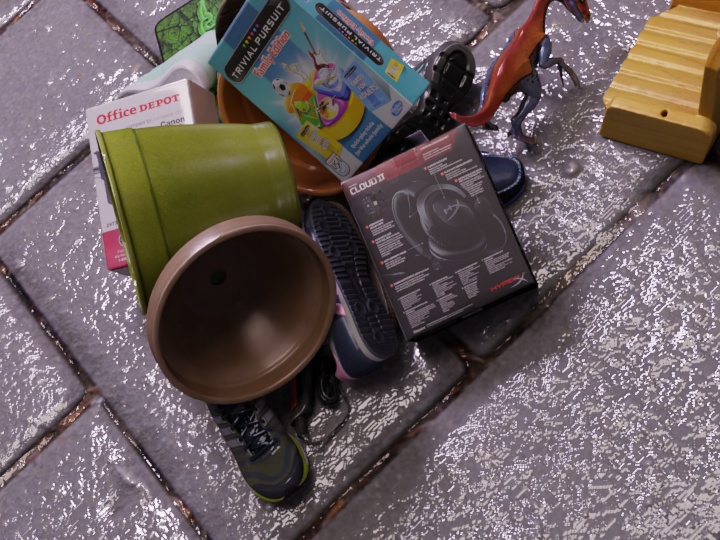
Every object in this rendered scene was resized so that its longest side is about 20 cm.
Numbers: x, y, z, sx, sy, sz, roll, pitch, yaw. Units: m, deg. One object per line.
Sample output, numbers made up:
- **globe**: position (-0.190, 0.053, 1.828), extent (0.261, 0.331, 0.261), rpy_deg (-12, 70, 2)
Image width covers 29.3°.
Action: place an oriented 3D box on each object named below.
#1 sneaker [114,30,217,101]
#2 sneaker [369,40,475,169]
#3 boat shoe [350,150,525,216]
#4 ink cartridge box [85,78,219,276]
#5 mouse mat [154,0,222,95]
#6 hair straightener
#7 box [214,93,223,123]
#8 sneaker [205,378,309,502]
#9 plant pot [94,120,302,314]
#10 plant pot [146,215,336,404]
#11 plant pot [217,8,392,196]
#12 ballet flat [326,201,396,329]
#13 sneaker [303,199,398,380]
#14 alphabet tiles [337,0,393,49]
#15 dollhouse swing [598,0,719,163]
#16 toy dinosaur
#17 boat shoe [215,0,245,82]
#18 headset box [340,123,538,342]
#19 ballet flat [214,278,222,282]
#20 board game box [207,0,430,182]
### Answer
- **sneaker**: position (-0.229, -0.242, 1.771), extent (0.199, 0.074, 0.118), rpy_deg (-18, 23, 46)
- **sneaker**: position (0.066, -0.173, 1.606), extent (0.202, 0.075, 0.079), rpy_deg (-59, 25, -11)
- **boat shoe**: position (0.085, -0.089, 1.515), extent (0.197, 0.069, 0.085), rpy_deg (-16, 61, 3)
- **ink cartridge box**: position (-0.236, -0.108, 1.636), extent (0.143, 0.084, 0.203), rpy_deg (-14, 78, 16)
- **mouse mat**: position (-0.197, -0.308, 1.835), extent (0.160, 0.008, 0.202), rpy_deg (-30, 50, 12)
- **hair straightener**: position (-0.046, 0.096, 1.485), extent (0.076, 0.041, 0.202), rpy_deg (-14, 54, 16)
- **box**: position (-0.114, -0.209, 1.717), extent (0.200, 0.048, 0.117), rpy_deg (-43, 51, -3)
- **sneaker**: position (-0.123, 0.162, 1.451), extent (0.074, 0.081, 0.200), rpy_deg (-38, 51, -3)
- **plant pot**: position (-0.168, -0.075, 1.483), extent (0.190, 0.202, 0.202), rpy_deg (-15, 51, -10)
- **plant pot**: position (-0.131, 0.026, 1.396), extent (0.200, 0.201, 0.093), rpy_deg (-40, 40, -5)
- **plant pot**: position (-0.046, -0.207, 1.576), extent (0.198, 0.202, 0.140), rpy_deg (7, 40, 29)
- **ballet flat**: position (0.000, 0.000, 1.526), extent (0.068, 0.046, 0.201), rpy_deg (-53, 47, 28)
- **sneaker**: position (-0.030, 0.023, 1.466), extent (0.082, 0.069, 0.202), rpy_deg (-43, 55, 38)
- **alphabet tiles**: position (-0.065, -0.340, 1.678), extent (0.008, 0.198, 0.168), rpy_deg (-56, 39, 17)
- **dollhouse swing**: position (0.344, -0.252, 1.447), extent (0.180, 0.176, 0.201), rpy_deg (20, 70, 34)
- **toy dinosaur**: position (0.194, -0.236, 1.532), extent (0.104, 0.200, 0.184), rpy_deg (19, 99, 17)
- **boat shoe**: position (-0.139, -0.290, 1.631), extent (0.074, 0.201, 0.075), rpy_deg (3, 58, -12)
- **headset box**: position (0.080, -0.046, 1.441), extent (0.147, 0.077, 0.202), rpy_deg (-25, 81, 8)
- **ballet flat**: position (-0.154, -0.004, 1.588), extent (0.197, 0.063, 0.069), rpy_deg (-20, 52, 13)
- **board game box**: position (-0.047, -0.206, 1.437), extent (0.151, 0.199, 0.047), rpy_deg (-46, 5, 48)
